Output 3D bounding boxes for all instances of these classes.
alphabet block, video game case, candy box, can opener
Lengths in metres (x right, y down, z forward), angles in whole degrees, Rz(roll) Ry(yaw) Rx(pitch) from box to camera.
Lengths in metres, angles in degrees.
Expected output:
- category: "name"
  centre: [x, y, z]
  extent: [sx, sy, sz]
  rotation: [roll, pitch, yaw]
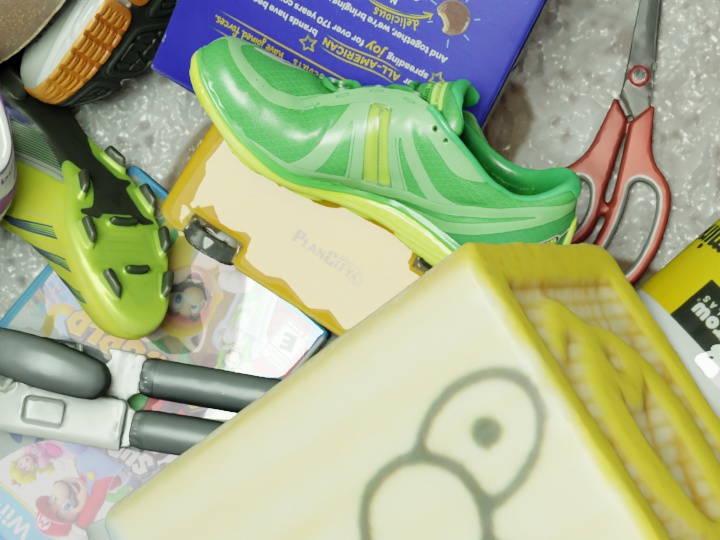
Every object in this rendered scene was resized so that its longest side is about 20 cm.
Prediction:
- category: "alphabet block"
  centre: [0.050, 0.120, 0.752]
  extent: [0.200, 0.196, 0.196]
  rotation: [-36, 78, 20]
- category: "video game case"
  centre: [-0.133, 0.064, 0.950]
  extent: [0.143, 0.018, 0.200]
  rotation: [40, 91, 8]
- category: "candy box"
  centre: [0.011, -0.154, 0.885]
  extent: [0.169, 0.077, 0.200]
  rotation: [29, 112, 4]
- category: "can opener"
  centre: [-0.102, 0.071, 0.908]
  extent: [0.200, 0.066, 0.053]
  rotation: [10, 84, 3]

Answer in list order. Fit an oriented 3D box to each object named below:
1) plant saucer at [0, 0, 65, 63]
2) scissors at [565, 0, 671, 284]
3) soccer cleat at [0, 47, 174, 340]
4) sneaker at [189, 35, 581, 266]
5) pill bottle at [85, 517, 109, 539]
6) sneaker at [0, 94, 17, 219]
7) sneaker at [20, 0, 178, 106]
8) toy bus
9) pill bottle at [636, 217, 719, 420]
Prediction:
- category: "plant saucer"
  centre: [-0.180, -0.201, 0.906]
  extent: [0.200, 0.034, 0.201]
  rotation: [-26, 54, 41]
- category: "scissors"
  centre: [0.151, -0.088, 0.933]
  extent: [0.073, 0.014, 0.200]
  rotation: [24, 87, 11]
- category: "soccer cleat"
  centre: [-0.167, -0.038, 0.938]
  extent: [0.084, 0.065, 0.200]
  rotation: [-45, 69, 31]
- category: "sneaker"
  centre: [0.015, -0.065, 0.836]
  extent: [0.200, 0.074, 0.084]
  rotation: [27, 117, -6]
- category: "pill bottle"
  centre: [-0.064, 0.206, 0.879]
  extent: [0.112, 0.112, 0.200]
  rotation: [-22, 84, 5]
- category: "sneaker"
  centre: [-0.233, -0.114, 0.853]
  extent: [0.200, 0.114, 0.073]
  rotation: [46, 69, 2]
- category: "sneaker"
  centre: [-0.127, -0.181, 0.920]
  extent: [0.092, 0.076, 0.200]
  rotation: [31, 87, 21]
- category: "toy bus"
  centre: [0.000, 0.000, 0.902]
  extent: [0.200, 0.078, 0.065]
  rotation: [33, 94, 5]
- category: "pill bottle"
  centre: [0.202, 0.026, 0.864]
  extent: [0.200, 0.112, 0.112]
  rotation: [-41, 81, 2]
